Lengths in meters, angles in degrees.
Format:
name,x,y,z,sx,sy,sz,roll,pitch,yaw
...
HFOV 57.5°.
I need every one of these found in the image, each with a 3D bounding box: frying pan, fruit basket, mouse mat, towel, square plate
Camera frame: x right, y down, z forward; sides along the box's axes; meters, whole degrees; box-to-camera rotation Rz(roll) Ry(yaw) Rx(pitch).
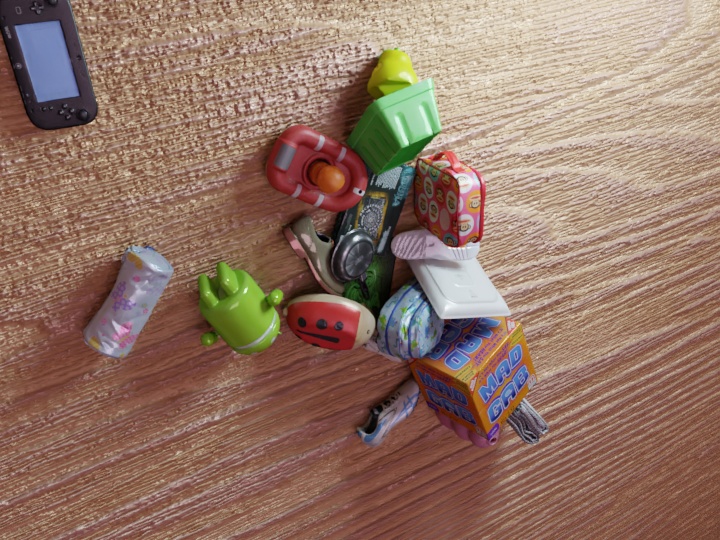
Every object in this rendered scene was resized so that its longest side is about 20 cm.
name,x,y,z,sx,sy,sz,roll,pitch,yaw
frying pan,-0.013,0.005,1.358,0.114,0.031,0.192,-24,128,-36
fruit basket,0.053,-0.308,1.221,0.154,0.215,0.218,-26,124,-18
mouse mat,0.003,0.023,1.443,0.159,0.008,0.203,-5,116,-28
towel,0.391,0.354,1.732,0.086,0.166,0.200,-43,127,3
square plate,0.217,0.023,1.450,0.198,0.199,0.029,0,134,-30

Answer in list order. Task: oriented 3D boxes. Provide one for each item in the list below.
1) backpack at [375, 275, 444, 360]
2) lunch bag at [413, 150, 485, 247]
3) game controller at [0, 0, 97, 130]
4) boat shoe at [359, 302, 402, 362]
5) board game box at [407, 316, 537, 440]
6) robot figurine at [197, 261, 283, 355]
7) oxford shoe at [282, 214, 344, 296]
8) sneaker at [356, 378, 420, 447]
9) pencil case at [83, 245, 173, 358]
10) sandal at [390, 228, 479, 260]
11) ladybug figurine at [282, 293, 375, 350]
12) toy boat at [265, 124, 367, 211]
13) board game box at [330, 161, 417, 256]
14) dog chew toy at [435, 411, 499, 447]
name,x,y,z,sx,sy,sz,roll,pitch,yaw
backpack,0.114,0.110,1.433,0.199,0.153,0.165,-19,123,-39
lunch bag,0.176,-0.158,1.336,0.081,0.200,0.178,-13,120,-18
game controller,-0.468,-0.314,0.984,0.103,0.042,0.202,-17,120,-22
boat shoe,0.029,0.149,1.487,0.069,0.071,0.200,-28,128,17
board game box,0.262,0.228,1.546,0.200,0.199,0.201,-42,128,-23
robot figurine,-0.232,0.080,1.266,0.174,0.116,0.201,-32,127,-1
oxford shoe,-0.076,-0.025,1.329,0.074,0.071,0.201,-36,127,0
sneaker,0.071,0.341,1.601,0.200,0.072,0.072,-49,119,-5
pencil case,-0.414,0.056,1.170,0.090,0.083,0.202,22,102,-42
sandal,0.160,-0.063,1.436,0.204,0.059,0.080,-1,97,-13
ladybug figurine,-0.067,0.114,1.366,0.197,0.072,0.137,11,135,-5
toy boat,-0.070,-0.179,1.224,0.198,0.131,0.132,19,103,-35
board game box,0.027,-0.135,1.362,0.134,0.028,0.202,12,104,-34
dog chew toy,0.273,0.368,1.646,0.123,0.200,0.126,-13,120,-24
